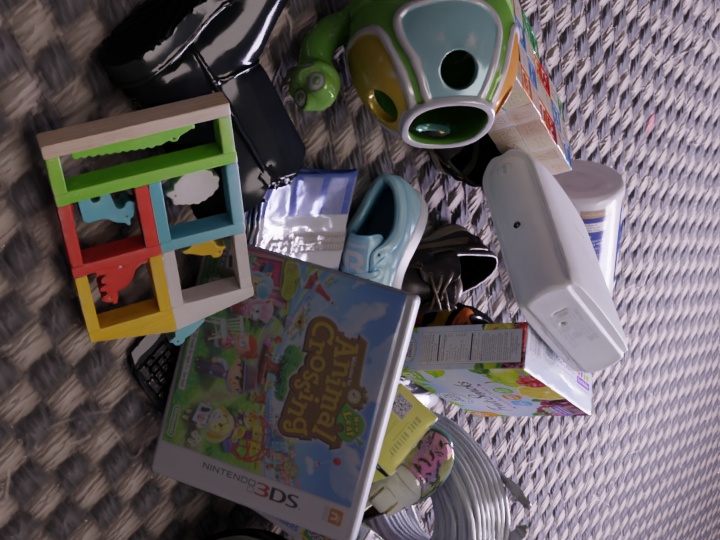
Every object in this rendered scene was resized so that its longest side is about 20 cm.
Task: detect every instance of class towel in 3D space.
[{"bbox_3d":[-0.063,0.009,0.905,0.146,0.024,0.202,-6,112,-53],"label":"towel"}]

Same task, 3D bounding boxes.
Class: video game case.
[{"bbox_3d":[-0.063,0.092,0.819,0.022,0.180,0.202,-1,106,-74],"label":"video game case"}]

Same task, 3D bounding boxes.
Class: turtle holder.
[{"bbox_3d":[0.046,-0.178,0.851,0.184,0.141,0.133,9,61,-33],"label":"turtle holder"}]

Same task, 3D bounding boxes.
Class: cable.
[{"bbox_3d":[0.067,0.251,1.101,0.069,0.200,0.201,-11,141,-45],"label":"cable"}]

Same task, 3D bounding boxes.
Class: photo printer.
[{"bbox_3d":[0.193,-0.017,1.043,0.069,0.201,0.166,-27,137,20],"label":"photo printer"}]

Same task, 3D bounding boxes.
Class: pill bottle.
[{"bbox_3d":[0.269,-0.027,1.298,0.111,0.110,0.202,-34,133,-39],"label":"pill bottle"}]

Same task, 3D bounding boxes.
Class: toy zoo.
[{"bbox_3d":[-0.147,-0.023,0.747,0.130,0.021,0.202,-16,130,-17],"label":"toy zoo"}]

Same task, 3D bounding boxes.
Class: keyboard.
[{"bbox_3d":[-0.111,0.044,0.895,0.200,0.020,0.128,-50,142,-24],"label":"keyboard"}]

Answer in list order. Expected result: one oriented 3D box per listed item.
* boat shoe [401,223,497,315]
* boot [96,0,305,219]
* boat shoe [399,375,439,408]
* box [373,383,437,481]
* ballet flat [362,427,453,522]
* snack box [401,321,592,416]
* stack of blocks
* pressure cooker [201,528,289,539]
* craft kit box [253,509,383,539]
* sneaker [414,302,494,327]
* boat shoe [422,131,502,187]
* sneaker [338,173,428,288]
[{"bbox_3d":[0.075,0.005,1.081,0.199,0.073,0.075,-30,131,-42],"label":"boat shoe"},{"bbox_3d":[-0.082,-0.151,0.771,0.200,0.076,0.169,-47,138,-16],"label":"boot"},{"bbox_3d":[0.025,0.102,1.081,0.199,0.070,0.067,10,102,-48],"label":"boat shoe"},{"bbox_3d":[-0.002,0.167,0.984,0.075,0.050,0.200,-47,-179,-26],"label":"box"},{"bbox_3d":[0.017,0.224,1.045,0.200,0.069,0.071,-37,179,43],"label":"ballet flat"},{"bbox_3d":[0.145,0.108,1.084,0.200,0.141,0.054,34,58,-52],"label":"snack box"},{"bbox_3d":[0.155,-0.189,1.050,0.200,0.058,0.116,41,42,-54],"label":"stack of blocks"},{"bbox_3d":[-0.097,0.331,0.937,0.177,0.177,0.200,-57,148,-15],"label":"pressure cooker"},{"bbox_3d":[-0.039,0.233,0.941,0.049,0.199,0.198,-54,143,-16],"label":"craft kit box"},{"bbox_3d":[0.129,0.082,1.183,0.200,0.089,0.071,28,86,-56],"label":"sneaker"},{"bbox_3d":[0.086,-0.150,1.022,0.074,0.063,0.201,-58,144,-9],"label":"boat shoe"},{"bbox_3d":[0.000,0.000,0.979,0.082,0.073,0.202,39,64,-56],"label":"sneaker"}]
